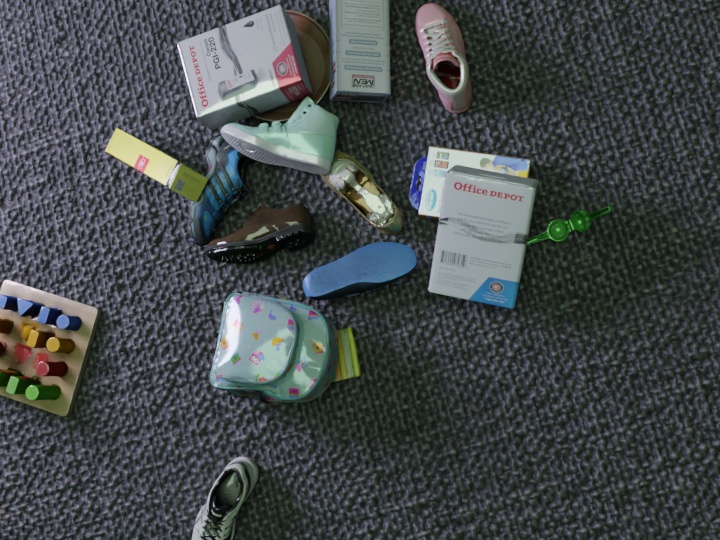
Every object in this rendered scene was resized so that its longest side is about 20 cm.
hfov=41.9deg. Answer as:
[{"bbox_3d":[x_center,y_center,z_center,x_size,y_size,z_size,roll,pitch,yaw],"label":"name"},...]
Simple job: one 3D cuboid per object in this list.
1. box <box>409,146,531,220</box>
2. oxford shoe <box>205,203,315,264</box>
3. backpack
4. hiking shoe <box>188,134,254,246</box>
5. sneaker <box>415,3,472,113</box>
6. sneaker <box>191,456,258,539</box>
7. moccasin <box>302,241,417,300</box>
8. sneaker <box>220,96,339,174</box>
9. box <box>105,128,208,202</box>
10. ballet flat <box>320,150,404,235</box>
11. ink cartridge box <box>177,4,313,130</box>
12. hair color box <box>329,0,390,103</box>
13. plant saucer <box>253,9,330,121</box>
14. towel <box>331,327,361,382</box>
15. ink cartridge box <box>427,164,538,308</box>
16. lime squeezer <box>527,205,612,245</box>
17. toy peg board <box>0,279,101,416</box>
[{"bbox_3d":[0.182,-0.139,1.589,0.197,0.041,0.121,9,86,9],"label":"box"},{"bbox_3d":[-0.178,-0.066,1.639,0.197,0.073,0.085,-15,65,6],"label":"oxford shoe"},{"bbox_3d":[-0.139,0.129,1.551,0.197,0.153,0.178,10,76,7],"label":"backpack"},{"bbox_3d":[-0.242,-0.137,1.647,0.086,0.074,0.203,14,86,12],"label":"hiking shoe"},{"bbox_3d":[0.140,-0.374,1.590,0.074,0.105,0.203,-17,80,10],"label":"sneaker"},{"bbox_3d":[-0.242,0.408,1.581,0.075,0.088,0.202,22,89,10],"label":"sneaker"},{"bbox_3d":[0.000,0.000,1.594,0.197,0.068,0.082,-12,74,7],"label":"moccasin"},{"bbox_3d":[-0.134,-0.246,1.618,0.198,0.074,0.120,16,75,1],"label":"sneaker"},{"bbox_3d":[-0.357,-0.185,1.637,0.199,0.075,0.051,30,91,35],"label":"box"},{"bbox_3d":[-0.003,-0.140,1.609,0.071,0.071,0.200,-45,78,3],"label":"ballet flat"},{"bbox_3d":[-0.200,-0.349,1.623,0.198,0.085,0.147,-18,81,9],"label":"ink cartridge box"},{"bbox_3d":[-0.002,-0.397,1.624,0.098,0.061,0.203,1,83,-13],"label":"hair color box"},{"bbox_3d":[-0.140,-0.360,1.673,0.197,0.037,0.203,-1,84,11],"label":"plant saucer"},{"bbox_3d":[-0.100,0.160,1.620,0.197,0.018,0.087,-13,76,10],"label":"towel"},{"bbox_3d":[0.199,-0.057,1.523,0.143,0.084,0.203,11,107,12],"label":"ink cartridge box"},{"bbox_3d":[0.336,-0.067,1.544,0.199,0.071,0.038,-23,103,37],"label":"lime squeezer"},{"bbox_3d":[-0.594,0.135,1.669,0.198,0.098,0.202,16,87,11],"label":"toy peg board"}]
